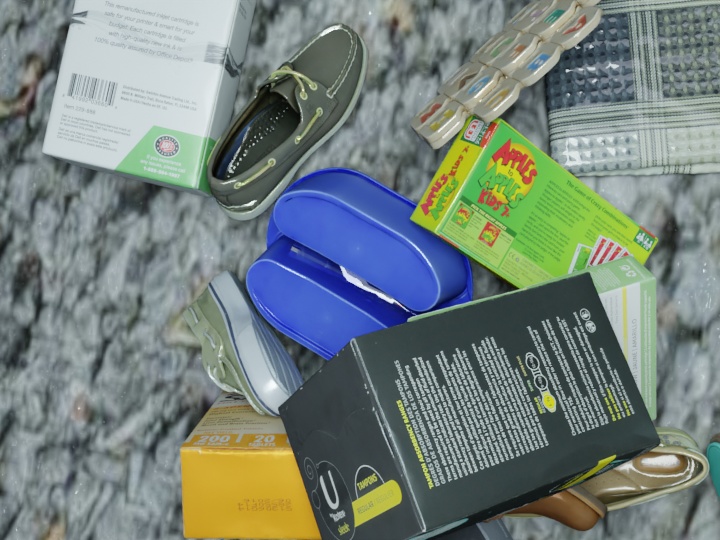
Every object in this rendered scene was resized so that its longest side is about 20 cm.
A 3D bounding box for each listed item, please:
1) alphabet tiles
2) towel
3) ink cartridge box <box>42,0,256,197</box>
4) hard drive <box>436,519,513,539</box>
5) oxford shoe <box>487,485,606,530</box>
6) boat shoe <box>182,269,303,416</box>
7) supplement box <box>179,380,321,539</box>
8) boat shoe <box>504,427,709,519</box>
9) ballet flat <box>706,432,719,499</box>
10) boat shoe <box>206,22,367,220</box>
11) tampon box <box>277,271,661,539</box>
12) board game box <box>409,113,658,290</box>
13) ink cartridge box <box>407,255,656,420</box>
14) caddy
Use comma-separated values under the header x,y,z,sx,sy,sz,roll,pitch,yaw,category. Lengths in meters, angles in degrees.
x,y,z,sx,sy,sz,roll,pitch,yaw,category
0.122,-0.177,0.927,0.200,0.196,0.015,-42,107,5,alphabet tiles
0.260,-0.181,1.000,0.196,0.035,0.197,-4,85,7,towel
-0.181,-0.181,1.006,0.143,0.084,0.204,13,89,5,ink cartridge box
0.091,0.303,0.928,0.134,0.042,0.202,-30,64,11,hard drive
0.098,0.177,0.915,0.197,0.071,0.072,17,73,8,oxford shoe
-0.100,0.070,0.950,0.062,0.200,0.072,-40,120,2,boat shoe
-0.065,0.147,0.925,0.123,0.200,0.075,-1,98,4,supplement box
0.195,0.172,0.973,0.196,0.063,0.075,-13,88,5,boat shoe
0.357,0.222,0.965,0.066,0.068,0.203,-22,92,-16,ballet flat
-0.062,-0.138,0.992,0.072,0.060,0.203,32,79,20,boat shoe
0.070,0.106,0.779,0.197,0.150,0.128,-13,73,-29,tampon box
0.146,-0.034,0.941,0.199,0.048,0.103,31,90,-29,board game box
0.145,0.082,0.935,0.197,0.048,0.148,-16,122,-11,ink cartridge box
0.000,0.000,0.976,0.198,0.105,0.143,30,110,11,caddy
